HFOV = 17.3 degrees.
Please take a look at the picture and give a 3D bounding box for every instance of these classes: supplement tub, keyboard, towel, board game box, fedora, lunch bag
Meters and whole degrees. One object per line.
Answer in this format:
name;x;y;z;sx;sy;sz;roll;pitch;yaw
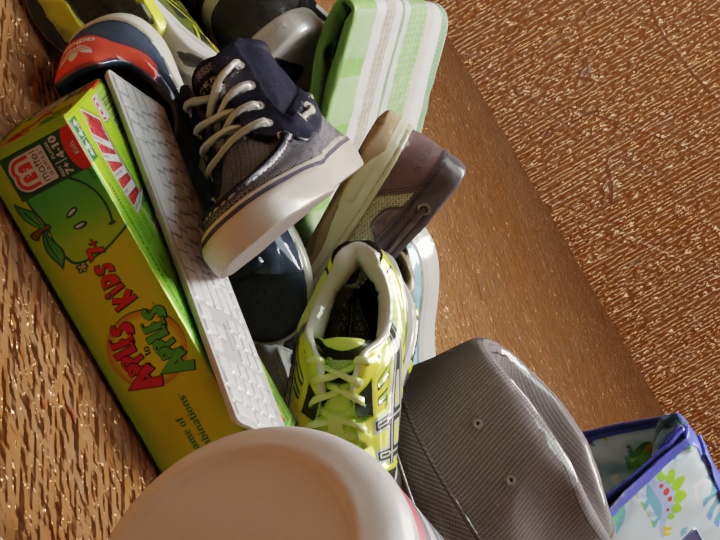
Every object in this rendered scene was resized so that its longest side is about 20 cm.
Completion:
supplement tub;-0.008;0.166;0.946;0.200;0.140;0.141;52;14;-46
keyboard;-0.079;-0.007;1.136;0.201;0.011;0.056;67;11;26
towel;-0.001;-0.093;1.416;0.200;0.031;0.150;-12;117;-72
board game box;-0.103;0.014;1.133;0.200;0.047;0.102;61;10;-11
fedora;0.080;0.117;1.312;0.200;0.090;0.177;63;13;18
lunch bag;0.162;0.198;1.585;0.170;0.199;0.128;57;11;-34

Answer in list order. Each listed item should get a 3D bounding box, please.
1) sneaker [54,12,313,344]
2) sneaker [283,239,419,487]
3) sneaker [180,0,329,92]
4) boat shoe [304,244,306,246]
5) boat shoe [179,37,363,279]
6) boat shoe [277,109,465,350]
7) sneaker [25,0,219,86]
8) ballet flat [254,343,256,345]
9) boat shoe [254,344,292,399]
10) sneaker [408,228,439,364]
sneaker;-0.099;-0.038;1.243;0.200;0.075;0.085;54;19;-9
sneaker;-0.015;0.076;1.218;0.076;0.075;0.201;71;20;-59
sneaker;-0.060;-0.158;1.406;0.112;0.073;0.200;51;2;9
boat shoe;-0.054;-0.044;1.492;0.059;0.072;0.201;-13;82;-59
boat shoe;-0.060;-0.060;1.169;0.093;0.075;0.200;51;11;-3
boat shoe;0.000;0.000;1.329;0.065;0.200;0.072;29;38;3
sneaker;-0.099;-0.109;1.313;0.200;0.074;0.085;51;16;-7
ballet flat;-0.085;-0.054;1.359;0.201;0.072;0.072;67;10;17
boat shoe;-0.013;0.090;1.349;0.202;0.065;0.075;49;16;-52
sneaker;0.003;0.067;1.446;0.082;0.074;0.201;-28;121;-45
